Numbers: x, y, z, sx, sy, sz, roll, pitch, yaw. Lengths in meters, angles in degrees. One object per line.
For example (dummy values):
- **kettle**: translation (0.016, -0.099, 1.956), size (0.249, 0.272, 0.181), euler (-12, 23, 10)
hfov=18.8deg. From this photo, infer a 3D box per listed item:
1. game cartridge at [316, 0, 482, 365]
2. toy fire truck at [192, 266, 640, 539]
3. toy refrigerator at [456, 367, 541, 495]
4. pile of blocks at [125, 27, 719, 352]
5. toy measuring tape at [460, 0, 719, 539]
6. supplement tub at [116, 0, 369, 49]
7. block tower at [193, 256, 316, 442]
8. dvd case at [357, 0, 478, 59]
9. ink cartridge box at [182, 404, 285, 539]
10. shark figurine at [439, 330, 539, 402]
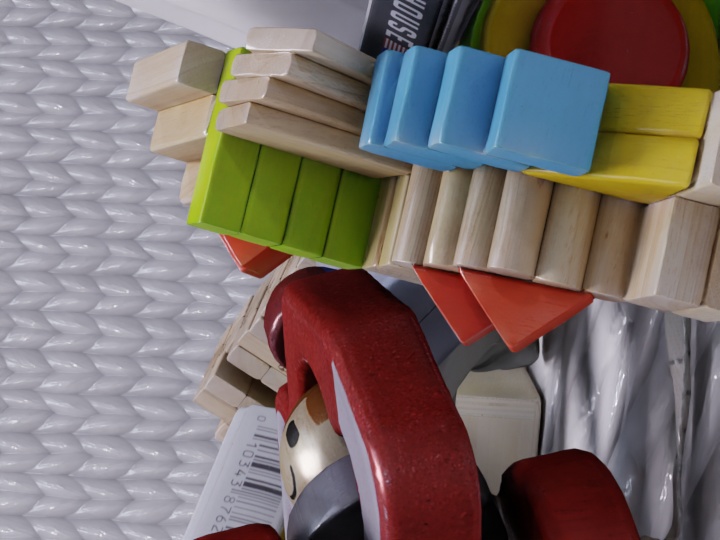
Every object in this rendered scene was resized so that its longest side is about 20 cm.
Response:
- **game cartridge**: translation (0.036, -0.054, 0.735), size (0.133, 0.041, 0.200), euler (-50, 19, 22)
- **toy fire truck**: translation (0.003, 0.088, 0.620), size (0.168, 0.112, 0.201), euler (-116, 17, -49)
- **toy refrigerator**: translation (0.031, 0.066, 0.967), size (0.200, 0.070, 0.076), euler (-104, 18, -78)
- **pile of blocks**: translation (0.013, -0.016, 0.524), size (0.199, 0.082, 0.062), euler (6, 80, 43)
- **toy measuring tape**: translation (0.058, -0.016, 0.585), size (0.074, 0.073, 0.201), euler (125, 149, -84)
- **supplement tub**: translation (-0.016, -0.171, 0.686), size (0.145, 0.144, 0.201), euler (-134, 65, -85)
- **block tower**: translation (0.000, 0.000, 0.915), size (0.200, 0.054, 0.058), euler (-52, 11, 33)
- **dvd case**: translation (0.052, -0.141, 0.582), size (0.201, 0.025, 0.150), euler (-63, -2, -15)
- **ink cartridge box**: translation (-0.044, 0.189, 0.885), size (0.200, 0.047, 0.198), euler (67, -143, -53)
- **shark figurine**: translation (0.039, 0.036, 0.766), size (0.128, 0.089, 0.215), euler (49, -154, -23)
